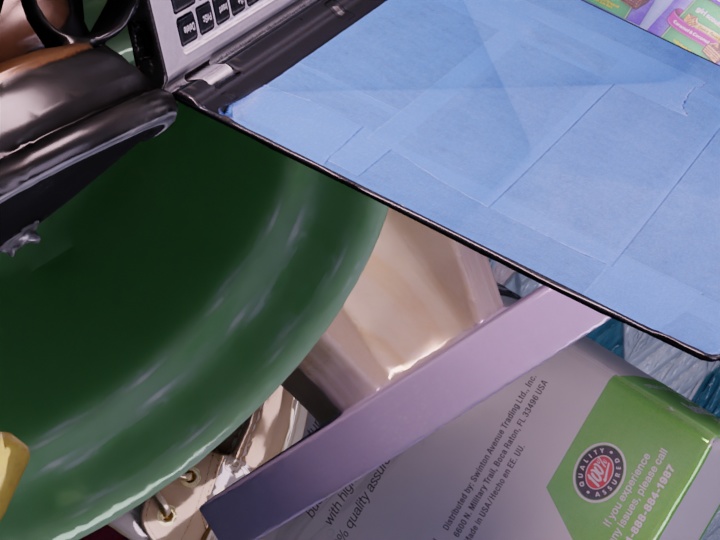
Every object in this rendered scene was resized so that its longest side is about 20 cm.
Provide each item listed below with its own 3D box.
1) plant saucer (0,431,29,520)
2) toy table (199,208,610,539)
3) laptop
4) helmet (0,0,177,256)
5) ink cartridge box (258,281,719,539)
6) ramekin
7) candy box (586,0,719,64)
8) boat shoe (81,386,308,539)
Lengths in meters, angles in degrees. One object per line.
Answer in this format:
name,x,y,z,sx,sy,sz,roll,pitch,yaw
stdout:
plant saucer,-0.195,0.088,0.644,0.199,0.049,0.200,3,157,-29
toy table,0.000,0.000,0.996,0.200,0.117,0.184,-34,178,22
laptop,0.029,-0.095,0.681,0.187,0.115,0.201,-43,123,-65
helmet,-0.150,-0.063,0.581,0.190,0.201,0.200,-20,148,-11
ink cartridge box,0.028,0.075,1.154,0.146,0.199,0.084,-60,161,7
ramekin,-0.097,-0.019,0.772,0.199,0.098,0.200,-29,150,-19
candy box,0.139,-0.115,1.075,0.200,0.169,0.077,-51,162,-15
boat shoe,-0.079,0.084,1.103,0.069,0.074,0.201,-21,137,-61
